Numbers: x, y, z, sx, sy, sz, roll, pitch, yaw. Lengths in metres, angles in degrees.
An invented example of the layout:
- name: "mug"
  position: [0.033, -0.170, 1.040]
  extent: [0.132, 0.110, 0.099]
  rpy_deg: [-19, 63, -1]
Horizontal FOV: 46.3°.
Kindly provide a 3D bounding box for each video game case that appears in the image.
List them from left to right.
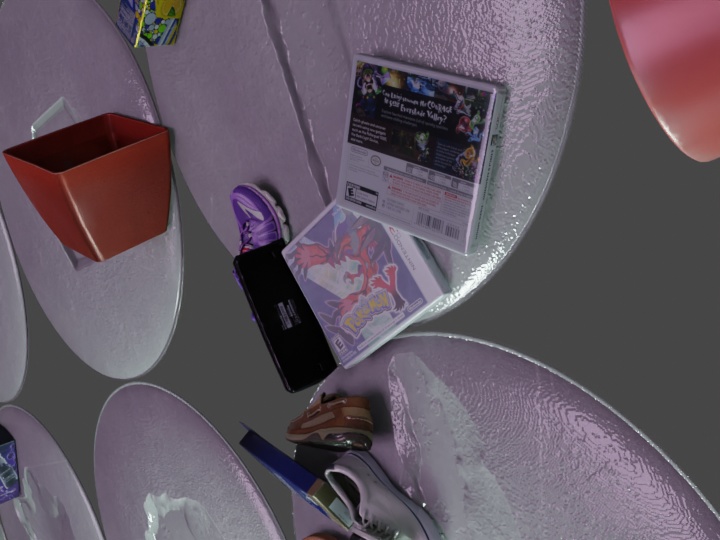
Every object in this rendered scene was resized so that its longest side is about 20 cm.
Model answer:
- name: "video game case"
  position: [0.000, 0.000, 1.045]
  extent: [0.200, 0.023, 0.182]
  rpy_deg: [-41, 73, 39]
- name: "video game case"
  position: [0.059, -0.132, 0.932]
  extent: [0.200, 0.023, 0.182]
  rpy_deg: [24, 116, 37]

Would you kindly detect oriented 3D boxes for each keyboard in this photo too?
- name: "keyboard"
  position: [-0.091, 0.058, 1.137]
  extent: [0.040, 0.104, 0.200]
  rpy_deg: [134, 114, -75]

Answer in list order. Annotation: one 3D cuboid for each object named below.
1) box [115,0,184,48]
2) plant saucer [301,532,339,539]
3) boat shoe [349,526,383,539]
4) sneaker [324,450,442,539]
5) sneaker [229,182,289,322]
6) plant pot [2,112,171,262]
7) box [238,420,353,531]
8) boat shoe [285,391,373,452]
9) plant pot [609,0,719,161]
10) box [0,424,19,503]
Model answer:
- name: "box"
  position: [-0.287, -0.419, 1.193]
  extent: [0.064, 0.070, 0.200]
  rpy_deg: [50, 135, 22]
- name: "plant saucer"
  position: [-0.029, 0.490, 1.267]
  extent: [0.200, 0.032, 0.201]
  rpy_deg: [19, 117, 44]
- name: "boat shoe"
  position: [0.010, 0.384, 1.095]
  extent: [0.074, 0.060, 0.200]
  rpy_deg: [28, 156, 14]
- name: "sneaker"
  position: [0.027, 0.326, 1.114]
  extent: [0.200, 0.071, 0.073]
  rpy_deg: [41, 131, 31]
- name: "sneaker"
  position: [-0.143, -0.024, 1.168]
  extent: [0.081, 0.083, 0.200]
  rpy_deg: [-15, 92, 49]
- name: "plant pot"
  position: [-0.424, -0.130, 1.371]
  extent: [0.200, 0.200, 0.177]
  rpy_deg: [21, 130, 42]
- name: "box"
  position: [-0.101, 0.298, 1.230]
  extent: [0.200, 0.032, 0.121]
  rpy_deg: [25, 158, 42]
- name: "boat shoe"
  position: [-0.038, 0.207, 1.154]
  extent: [0.200, 0.076, 0.074]
  rpy_deg: [-19, 57, 58]
- name: "plant pot"
  position: [0.287, -0.195, 0.562]
  extent: [0.177, 0.200, 0.201]
  rpy_deg: [-18, 90, 41]
- name: "box"
  position: [-1.035, 0.546, 2.312]
  extent: [0.104, 0.148, 0.200]
  rpy_deg: [28, 124, 39]
